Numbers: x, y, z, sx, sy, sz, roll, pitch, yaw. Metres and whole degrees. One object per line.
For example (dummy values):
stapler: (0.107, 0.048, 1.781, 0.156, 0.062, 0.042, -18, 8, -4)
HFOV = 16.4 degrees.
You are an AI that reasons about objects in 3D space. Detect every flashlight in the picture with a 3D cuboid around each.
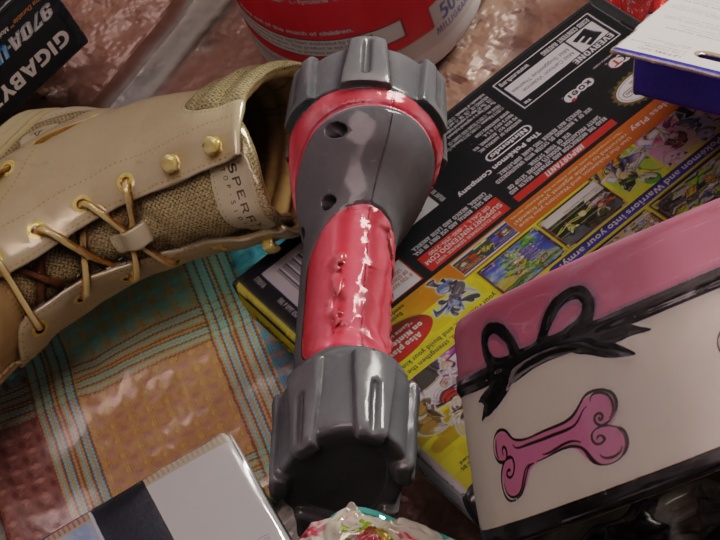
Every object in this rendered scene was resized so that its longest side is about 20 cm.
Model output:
flashlight: (0.000, 0.000, 0.927, 0.068, 0.068, 0.201, -19, 40, 19)

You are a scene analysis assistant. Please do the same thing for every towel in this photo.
towel: (-0.065, 0.042, 1.028, 0.199, 0.022, 0.147, -26, 52, -1)

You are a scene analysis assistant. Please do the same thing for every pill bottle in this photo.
pill bottle: (-0.020, -0.176, 1.053, 0.112, 0.200, 0.113, -8, 54, 12)

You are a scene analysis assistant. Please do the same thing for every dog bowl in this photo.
dog bowl: (0.118, 0.019, 0.799, 0.199, 0.200, 0.074, -23, 85, 1)

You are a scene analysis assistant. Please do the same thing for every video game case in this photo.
video game case: (0.073, -0.009, 0.966, 0.200, 0.026, 0.181, -38, 41, -11)

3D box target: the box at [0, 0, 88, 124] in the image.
box: (-0.240, -0.094, 1.137, 0.159, 0.046, 0.200, -46, 42, -15)

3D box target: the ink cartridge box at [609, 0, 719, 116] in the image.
ink cartridge box: (0.167, -0.086, 0.960, 0.094, 0.037, 0.200, 16, 23, 18)

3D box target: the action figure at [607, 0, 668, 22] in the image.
action figure: (0.133, -0.171, 1.099, 0.065, 0.052, 0.201, -3, 57, 11)

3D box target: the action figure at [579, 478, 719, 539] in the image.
action figure: (0.119, 0.126, 0.861, 0.200, 0.102, 0.119, -34, 67, 36)

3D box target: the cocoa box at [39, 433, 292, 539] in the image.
cocoa box: (-0.044, 0.187, 0.847, 0.131, 0.134, 0.200, -29, 53, -5)

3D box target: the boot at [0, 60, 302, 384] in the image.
boot: (-0.105, -0.010, 1.003, 0.155, 0.073, 0.200, -10, 30, 30)

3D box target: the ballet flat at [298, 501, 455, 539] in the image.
ballet flat: (0.063, 0.137, 0.773, 0.199, 0.076, 0.064, 20, 39, -1)
